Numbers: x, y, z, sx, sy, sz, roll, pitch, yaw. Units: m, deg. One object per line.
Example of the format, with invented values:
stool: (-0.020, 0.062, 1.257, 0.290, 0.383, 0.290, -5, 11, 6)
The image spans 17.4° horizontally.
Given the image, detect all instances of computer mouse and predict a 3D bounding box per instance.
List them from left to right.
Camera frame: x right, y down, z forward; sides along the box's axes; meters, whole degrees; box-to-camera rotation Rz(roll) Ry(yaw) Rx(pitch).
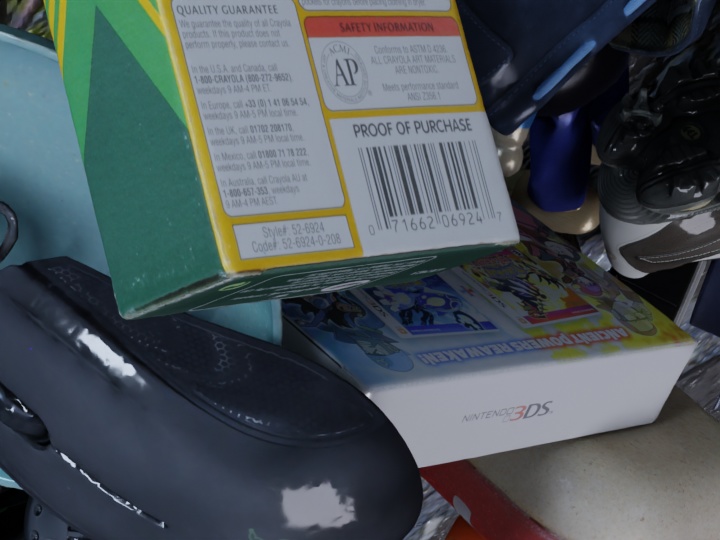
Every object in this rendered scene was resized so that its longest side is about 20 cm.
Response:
computer mouse: (-0.080, 0.054, 0.733, 0.053, 0.199, 0.139, -65, 174, -47)

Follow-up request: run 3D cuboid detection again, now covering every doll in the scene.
doll: (0.084, -0.091, 0.960, 0.137, 0.048, 0.200, -55, 156, -24)

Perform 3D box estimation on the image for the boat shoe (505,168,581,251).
boat shoe: (0.037, -0.008, 1.057, 0.199, 0.063, 0.073, -6, 144, -47)

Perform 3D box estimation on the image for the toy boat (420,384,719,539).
toy boat: (0.060, 0.090, 0.960, 0.130, 0.200, 0.131, -1, 122, -44)

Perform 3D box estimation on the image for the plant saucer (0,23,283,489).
plant saucer: (-0.117, -0.009, 0.757, 0.036, 0.199, 0.200, -71, -172, -46)

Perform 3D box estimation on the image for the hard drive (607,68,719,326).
hard drive: (0.134, 0.013, 1.127, 0.140, 0.038, 0.200, 112, 5, -47)

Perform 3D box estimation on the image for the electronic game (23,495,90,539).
electronic game: (-0.087, 0.097, 0.883, 0.199, 0.201, 0.042, -30, -168, -14)

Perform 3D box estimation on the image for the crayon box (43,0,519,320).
crayon box: (-0.033, -0.093, 0.687, 0.051, 0.201, 0.125, -20, 171, 42)

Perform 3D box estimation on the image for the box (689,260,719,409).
box: (0.197, -0.040, 1.109, 0.121, 0.032, 0.201, -36, 146, -74)

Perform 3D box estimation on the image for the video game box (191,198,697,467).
video game box: (0.000, 0.000, 0.870, 0.199, 0.182, 0.047, -5, 124, -49)

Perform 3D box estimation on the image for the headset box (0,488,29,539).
headset box: (-0.115, 0.134, 0.992, 0.199, 0.093, 0.174, -31, -173, -13)

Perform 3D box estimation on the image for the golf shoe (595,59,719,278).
golf shoe: (0.186, -0.054, 1.010, 0.199, 0.078, 0.095, -15, 144, -18)

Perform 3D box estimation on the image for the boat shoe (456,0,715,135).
boat shoe: (0.095, -0.104, 0.839, 0.200, 0.069, 0.084, -31, 179, -29)
